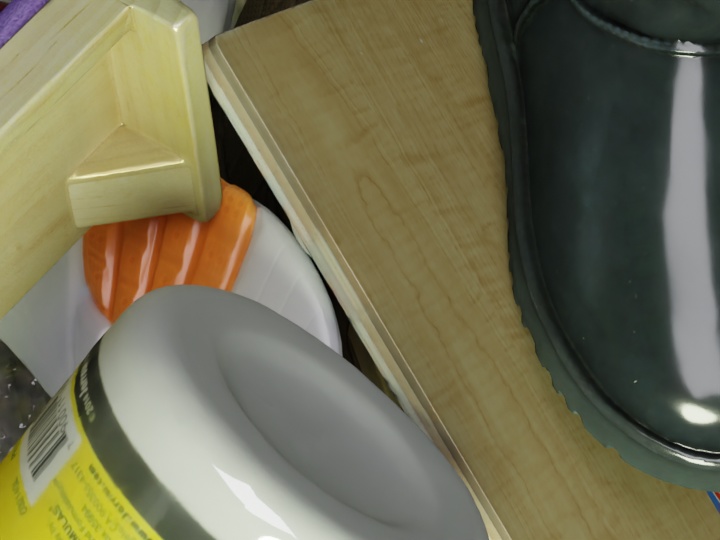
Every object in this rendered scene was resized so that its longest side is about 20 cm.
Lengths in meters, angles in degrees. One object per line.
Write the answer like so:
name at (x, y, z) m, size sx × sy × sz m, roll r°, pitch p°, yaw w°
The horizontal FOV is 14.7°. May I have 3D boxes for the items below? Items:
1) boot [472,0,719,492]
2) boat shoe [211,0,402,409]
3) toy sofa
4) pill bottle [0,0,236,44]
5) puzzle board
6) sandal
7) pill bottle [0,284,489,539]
boot at (0.087, -0.067, 0.724) m, size 0.076 × 0.169 × 0.201 m, roll -3°, pitch 55°, yaw -15°
boat shoe at (0.000, 0.000, 0.815) m, size 0.067 × 0.072 × 0.202 m, roll 12°, pitch 60°, yaw -37°
toy sofa at (-0.131, 0.001, 0.686) m, size 0.097 × 0.083 × 0.200 m, roll 30°, pitch 61°, yaw 23°
pill bottle at (-0.126, -0.130, 0.808) m, size 0.198 × 0.114 × 0.115 m, roll 14°, pitch 73°, yaw -3°
puzzle board at (0.043, 0.010, 0.777) m, size 0.201 × 0.017 × 0.151 m, roll 59°, pitch 32°, yaw 2°
sandal at (-0.070, -0.004, 0.794) m, size 0.206 × 0.059 × 0.079 m, roll 35°, pitch 97°, yaw 33°
pill bottle at (-0.068, 0.111, 0.688) m, size 0.112 × 0.112 × 0.200 m, roll 42°, pitch 108°, yaw 7°
